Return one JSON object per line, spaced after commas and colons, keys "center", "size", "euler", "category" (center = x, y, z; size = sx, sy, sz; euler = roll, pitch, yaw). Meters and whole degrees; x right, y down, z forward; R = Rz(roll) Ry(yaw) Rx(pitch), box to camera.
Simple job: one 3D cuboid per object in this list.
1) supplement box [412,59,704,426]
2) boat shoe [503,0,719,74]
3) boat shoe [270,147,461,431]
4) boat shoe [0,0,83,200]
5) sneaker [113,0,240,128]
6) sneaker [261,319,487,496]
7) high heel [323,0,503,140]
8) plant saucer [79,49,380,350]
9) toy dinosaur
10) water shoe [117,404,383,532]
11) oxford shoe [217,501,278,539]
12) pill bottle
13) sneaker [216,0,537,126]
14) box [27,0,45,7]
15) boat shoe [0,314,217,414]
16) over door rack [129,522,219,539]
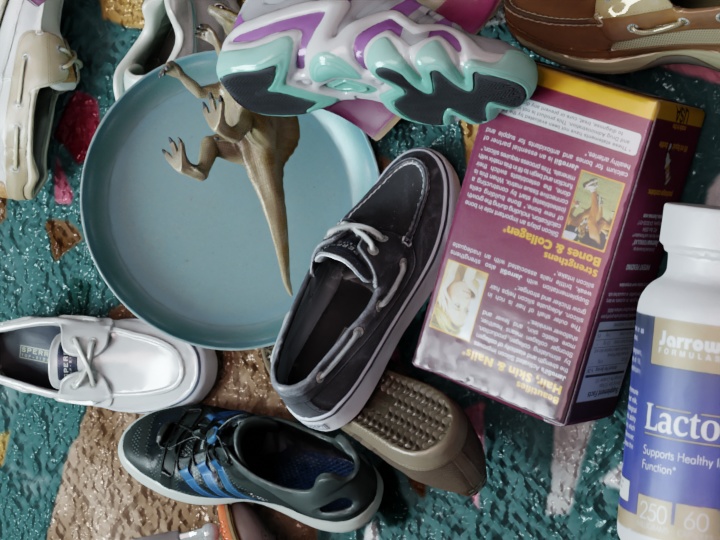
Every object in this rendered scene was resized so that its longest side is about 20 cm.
{"center": [0.121, -0.019, 1.118], "size": [0.110, 0.086, 0.201], "euler": [20, 100, 28], "category": "supplement box"}
{"center": [0.181, -0.163, 1.075], "size": [0.199, 0.074, 0.076], "euler": [6, 55, 24], "category": "boat shoe"}
{"center": [0.000, 0.000, 1.156], "size": [0.071, 0.068, 0.201], "euler": [18, 71, 33], "category": "boat shoe"}
{"center": [-0.237, -0.149, 1.336], "size": [0.068, 0.075, 0.201], "euler": [19, 99, 8], "category": "boat shoe"}
{"center": [-0.145, -0.107, 1.274], "size": [0.070, 0.080, 0.201], "euler": [19, 102, 26], "category": "sneaker"}
{"center": [0.006, 0.088, 1.196], "size": [0.070, 0.076, 0.200], "euler": [-43, 43, -9], "category": "sneaker"}
{"center": [0.027, -0.177, 1.163], "size": [0.096, 0.067, 0.200], "euler": [32, 124, -16], "category": "high heel"}
{"center": [-0.085, -0.046, 1.218], "size": [0.199, 0.027, 0.201], "euler": [1, 82, -6], "category": "plant saucer"}
{"center": [-0.072, -0.086, 1.168], "size": [0.058, 0.101, 0.201], "euler": [-19, 79, 39], "category": "toy dinosaur"}
{"center": [-0.079, 0.117, 1.231], "size": [0.199, 0.079, 0.072], "euler": [9, 58, 23], "category": "water shoe"}
{"center": [-0.029, 0.227, 1.233], "size": [0.072, 0.071, 0.200], "euler": [-33, 64, -9], "category": "oxford shoe"}
{"center": [0.212, 0.065, 1.051], "size": [0.115, 0.116, 0.201], "euler": [6, 94, 29], "category": "pill bottle"}
{"center": [0.017, -0.165, 1.103], "size": [0.199, 0.078, 0.141], "euler": [6, 66, 17], "category": "sneaker"}
{"center": [-0.210, -0.320, 1.261], "size": [0.200, 0.097, 0.176], "euler": [-39, 72, 4], "category": "box"}
{"center": [-0.198, 0.069, 1.314], "size": [0.199, 0.065, 0.074], "euler": [-2, 90, 30], "category": "boat shoe"}
{"center": [-0.109, 0.246, 1.212], "size": [0.066, 0.200, 0.149], "euler": [-13, 83, -8], "category": "over door rack"}
